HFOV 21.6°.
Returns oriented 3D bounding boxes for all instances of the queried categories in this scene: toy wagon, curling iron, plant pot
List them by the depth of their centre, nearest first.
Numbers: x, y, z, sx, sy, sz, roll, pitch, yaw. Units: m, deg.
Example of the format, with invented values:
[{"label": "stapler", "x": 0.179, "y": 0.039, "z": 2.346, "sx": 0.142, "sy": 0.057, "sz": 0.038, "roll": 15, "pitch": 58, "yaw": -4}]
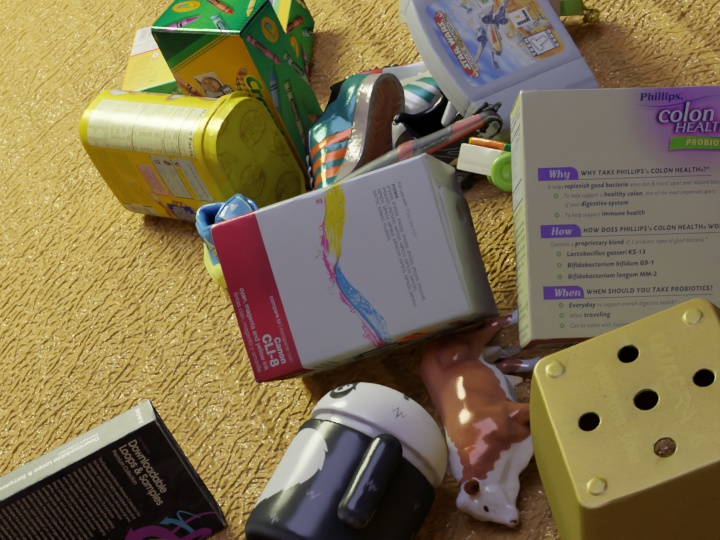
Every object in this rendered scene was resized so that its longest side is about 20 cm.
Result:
[{"label": "plant pot", "x": 0.222, "y": 0.139, "z": 1.349, "sx": 0.199, "sy": 0.177, "sz": 0.200, "roll": -22, "pitch": 47, "yaw": 7}, {"label": "toy wagon", "x": 0.185, "y": -0.080, "z": 1.653, "sx": 0.199, "sy": 0.040, "sz": 0.155, "roll": 11, "pitch": 5, "yaw": 1}, {"label": "curling iron", "x": 0.041, "y": -0.098, "z": 1.706, "sx": 0.200, "sy": 0.050, "sz": 0.026, "roll": -27, "pitch": 72, "yaw": 3}, {"label": "toy wagon", "x": 0.141, "y": -0.262, "z": 1.897, "sx": 0.199, "sy": 0.040, "sz": 0.155, "roll": -4, "pitch": 7, "yaw": -5}]

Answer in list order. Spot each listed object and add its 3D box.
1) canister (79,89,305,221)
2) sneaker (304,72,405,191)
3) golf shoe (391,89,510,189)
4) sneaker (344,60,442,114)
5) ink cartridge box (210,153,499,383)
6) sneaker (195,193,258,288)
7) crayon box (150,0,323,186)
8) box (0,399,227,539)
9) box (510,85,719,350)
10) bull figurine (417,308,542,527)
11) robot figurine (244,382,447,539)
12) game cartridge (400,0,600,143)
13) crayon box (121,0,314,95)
[{"label": "canister", "x": -0.171, "y": -0.111, "z": 1.893, "sx": 0.200, "sy": 0.149, "sz": 0.087, "roll": 9, "pitch": 52, "yaw": 39}, {"label": "sneaker", "x": -0.018, "y": -0.096, "z": 1.827, "sx": 0.080, "sy": 0.071, "sz": 0.201, "roll": 0, "pitch": 67, "yaw": 42}, {"label": "golf shoe", "x": 0.124, "y": -0.140, "z": 1.794, "sx": 0.199, "sy": 0.095, "sz": 0.078, "roll": -22, "pitch": 38, "yaw": 6}, {"label": "sneaker", "x": 0.077, "y": -0.167, "z": 1.886, "sx": 0.199, "sy": 0.070, "sz": 0.094, "roll": -16, "pitch": 63, "yaw": 6}, {"label": "ink cartridge box", "x": 0.000, "y": 0.000, "z": 1.633, "sx": 0.199, "sy": 0.145, "sz": 0.145, "roll": -18, "pitch": 84, "yaw": 13}, {"label": "sneaker", "x": -0.092, "y": -0.009, "z": 1.767, "sx": 0.200, "sy": 0.105, "sz": 0.076, "roll": 21, "pitch": 60, "yaw": 43}, {"label": "crayon box", "x": -0.112, "y": -0.178, "z": 1.887, "sx": 0.119, "sy": 0.200, "sz": 0.058, "roll": 8, "pitch": 49, "yaw": 36}, {"label": "box", "x": -0.230, "y": 0.207, "z": 1.586, "sx": 0.200, "sy": 0.143, "sz": 0.036, "roll": -26, "pitch": 38, "yaw": 1}, {"label": "box", "x": 0.213, "y": -0.040, "z": 1.514, "sx": 0.175, "sy": 0.097, "sz": 0.201, "roll": -2, "pitch": 84, "yaw": -1}, {"label": "bull figurine", "x": 0.112, "y": 0.116, "z": 1.547, "sx": 0.121, "sy": 0.065, "sz": 0.200, "roll": -21, "pitch": 45, "yaw": -2}, {"label": "robot figurine", "x": -0.015, "y": 0.184, "z": 1.489, "sx": 0.150, "sy": 0.125, "sz": 0.200, "roll": 10, "pitch": 61, "yaw": 42}, {"label": "game cartridge", "x": 0.122, "y": -0.219, "z": 1.777, "sx": 0.133, "sy": 0.042, "sz": 0.200, "roll": -23, "pitch": 73, "yaw": -22}, {"label": "crayon box", "x": -0.156, "y": -0.231, "z": 2.069, "sx": 0.199, "sy": 0.058, "sz": 0.119, "roll": -13, "pitch": 42, "yaw": 18}]
